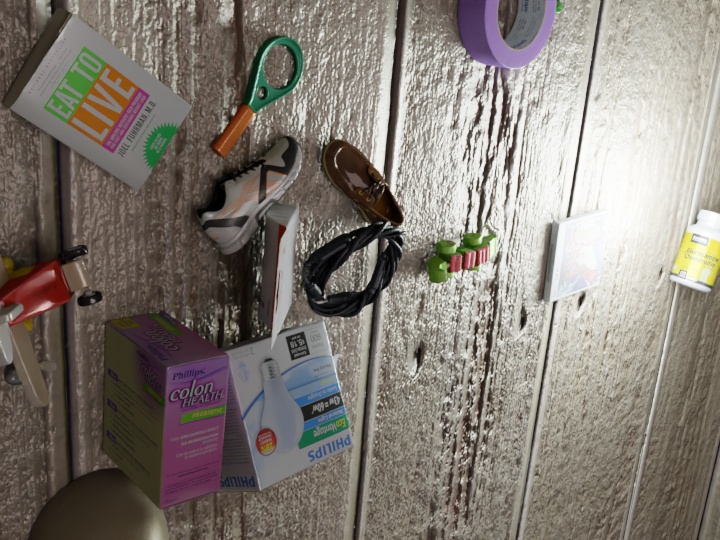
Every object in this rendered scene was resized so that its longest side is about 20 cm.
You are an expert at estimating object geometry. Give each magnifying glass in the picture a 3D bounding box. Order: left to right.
[{"bbox_3d":[-0.147,-0.248,1.207,0.201,0.022,0.080,-56,135,-11],"label":"magnifying glass"}]

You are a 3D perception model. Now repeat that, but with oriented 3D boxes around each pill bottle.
[{"bbox_3d":[0.906,-0.052,2.233,0.111,0.111,0.203,14,96,-45],"label":"pill bottle"}]

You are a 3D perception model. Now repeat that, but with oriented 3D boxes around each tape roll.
[{"bbox_3d":[0.260,-0.462,1.483,0.198,0.065,0.203,-18,118,-37],"label":"tape roll"}]

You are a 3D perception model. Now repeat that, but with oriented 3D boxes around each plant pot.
[{"bbox_3d":[-0.349,0.405,1.194,0.198,0.134,0.204,-19,120,-38],"label":"plant pot"}]

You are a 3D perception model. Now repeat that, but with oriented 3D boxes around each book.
[{"bbox_3d":[-0.321,-0.205,1.045,0.199,0.048,0.135,35,85,-47],"label":"book"}]

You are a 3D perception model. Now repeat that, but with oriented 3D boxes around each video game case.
[{"bbox_3d":[0.489,-0.035,1.903,0.198,0.023,0.185,-15,116,-40],"label":"video game case"}]

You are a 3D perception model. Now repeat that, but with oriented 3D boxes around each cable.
[{"bbox_3d":[0.000,0.000,1.392,0.199,0.051,0.164,-33,135,-11],"label":"cable"}]

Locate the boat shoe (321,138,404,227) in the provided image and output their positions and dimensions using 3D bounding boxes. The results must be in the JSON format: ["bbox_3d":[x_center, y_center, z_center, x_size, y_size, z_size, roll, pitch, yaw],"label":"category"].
[{"bbox_3d":[0.011,-0.139,1.369,0.072,0.067,0.200,-54,134,-13],"label":"boat shoe"}]

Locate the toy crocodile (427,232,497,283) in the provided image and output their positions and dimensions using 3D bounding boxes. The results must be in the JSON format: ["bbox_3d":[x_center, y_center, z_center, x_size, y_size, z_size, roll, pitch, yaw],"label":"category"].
[{"bbox_3d":[0.197,-0.025,1.598,0.198,0.061,0.069,-17,118,-39],"label":"toy crocodile"}]

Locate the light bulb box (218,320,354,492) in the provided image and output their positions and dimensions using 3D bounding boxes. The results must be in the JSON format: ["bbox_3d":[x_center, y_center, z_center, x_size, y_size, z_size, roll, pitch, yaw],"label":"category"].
[{"bbox_3d":[-0.136,0.201,1.258,0.197,0.124,0.203,-15,90,-44],"label":"light bulb box"}]

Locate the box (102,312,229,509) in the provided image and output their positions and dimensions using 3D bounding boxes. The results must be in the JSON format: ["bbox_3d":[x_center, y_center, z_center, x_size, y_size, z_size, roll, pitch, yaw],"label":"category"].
[{"bbox_3d":[-0.270,0.185,1.152,0.096,0.175,0.203,-9,112,-40],"label":"box"}]

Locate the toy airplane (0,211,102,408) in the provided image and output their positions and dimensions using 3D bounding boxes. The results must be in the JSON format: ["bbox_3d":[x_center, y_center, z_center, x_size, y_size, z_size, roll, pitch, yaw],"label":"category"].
[{"bbox_3d":[-0.414,0.038,0.981,0.199,0.139,0.203,50,38,-55],"label":"toy airplane"}]

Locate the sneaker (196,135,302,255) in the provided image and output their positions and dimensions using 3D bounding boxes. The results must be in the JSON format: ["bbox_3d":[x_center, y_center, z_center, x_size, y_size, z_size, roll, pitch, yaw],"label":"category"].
[{"bbox_3d":[-0.157,-0.122,1.213,0.080,0.073,0.201,44,68,-27],"label":"sneaker"}]

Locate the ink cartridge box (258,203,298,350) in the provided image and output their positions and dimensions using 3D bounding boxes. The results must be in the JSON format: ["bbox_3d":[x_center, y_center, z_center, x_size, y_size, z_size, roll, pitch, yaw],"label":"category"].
[{"bbox_3d":[-0.128,0.004,1.221,0.200,0.049,0.164,-73,170,-72],"label":"ink cartridge box"}]

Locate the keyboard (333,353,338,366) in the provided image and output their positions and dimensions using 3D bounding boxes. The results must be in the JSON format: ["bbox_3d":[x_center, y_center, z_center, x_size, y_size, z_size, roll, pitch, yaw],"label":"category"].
[{"bbox_3d":[-0.070,0.246,1.468,0.056,0.010,0.203,-30,133,-75],"label":"keyboard"}]

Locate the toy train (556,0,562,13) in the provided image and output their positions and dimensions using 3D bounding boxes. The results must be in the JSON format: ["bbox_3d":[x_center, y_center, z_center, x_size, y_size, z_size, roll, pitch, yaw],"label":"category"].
[{"bbox_3d":[0.379,-0.574,1.571,0.056,0.042,0.203,23,90,-36],"label":"toy train"}]
